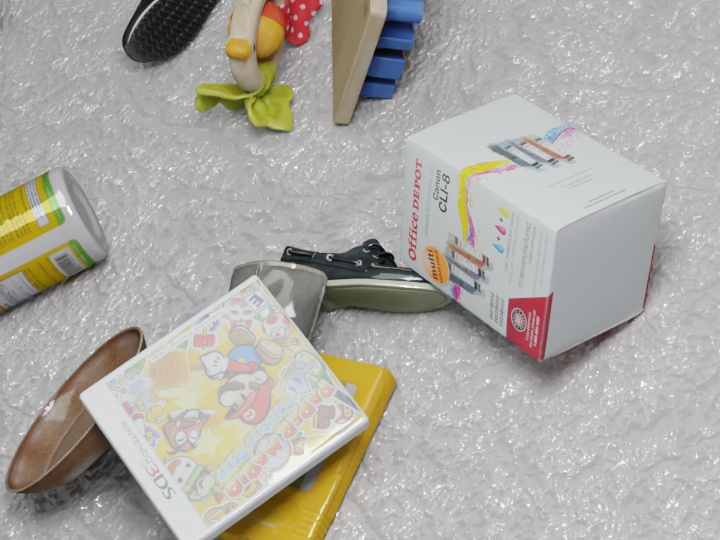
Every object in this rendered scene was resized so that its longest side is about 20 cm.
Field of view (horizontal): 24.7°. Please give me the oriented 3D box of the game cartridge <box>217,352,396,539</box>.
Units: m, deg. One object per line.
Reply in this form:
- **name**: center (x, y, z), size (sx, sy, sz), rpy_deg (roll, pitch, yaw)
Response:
- **game cartridge**: center (-0.082, 0.165, 1.552), size (0.176, 0.032, 0.200), rpy_deg (10, 59, 29)

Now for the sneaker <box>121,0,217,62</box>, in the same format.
- **sneaker**: center (-0.229, -0.326, 1.976), size (0.090, 0.070, 0.200), rpy_deg (12, 59, 47)

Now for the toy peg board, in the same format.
- **toy peg board**: center (0.034, -0.290, 1.760), size (0.097, 0.200, 0.200), rpy_deg (4, 60, -11)

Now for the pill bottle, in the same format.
- **pill bottle**: center (-0.384, -0.020, 1.770), size (0.199, 0.111, 0.111), rpy_deg (-27, 49, 2)

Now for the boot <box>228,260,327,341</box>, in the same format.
- **boot**: center (-0.130, 0.087, 1.551), size (0.181, 0.073, 0.201), rpy_deg (2, 71, 9)

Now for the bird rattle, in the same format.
- **bird rattle**: center (-0.101, -0.258, 1.810), size (0.112, 0.163, 0.201), rpy_deg (20, 72, 13)

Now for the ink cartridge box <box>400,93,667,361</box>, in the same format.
- **ink cartridge box**: center (0.152, -0.044, 1.507), size (0.144, 0.146, 0.200), rpy_deg (-23, 42, -32)

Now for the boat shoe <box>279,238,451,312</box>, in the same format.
- **boat shoe**: center (0.001, 0.001, 1.614), size (0.199, 0.074, 0.066), rpy_deg (-3, 65, 33)

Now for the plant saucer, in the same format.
- **plant saucer**: center (-0.267, 0.143, 1.597), size (0.200, 0.037, 0.201), rpy_deg (-43, 19, 19)

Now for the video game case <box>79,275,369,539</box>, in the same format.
- **video game case**: center (-0.124, 0.126, 1.484), size (0.200, 0.023, 0.182), rpy_deg (-34, 68, -13)
